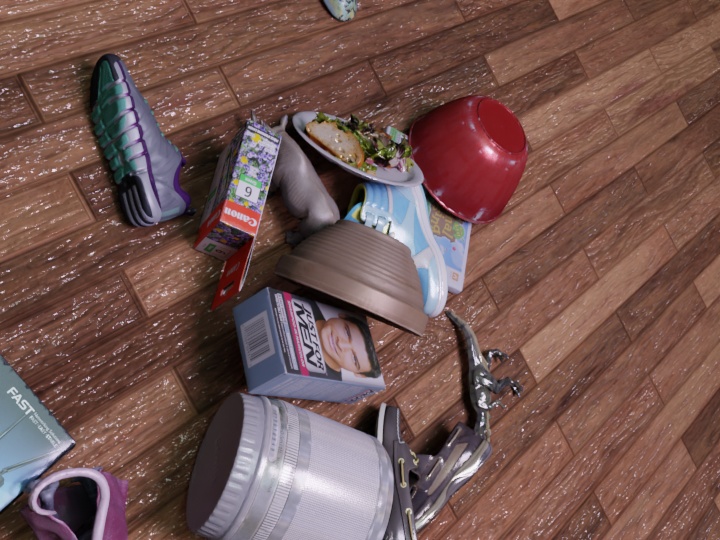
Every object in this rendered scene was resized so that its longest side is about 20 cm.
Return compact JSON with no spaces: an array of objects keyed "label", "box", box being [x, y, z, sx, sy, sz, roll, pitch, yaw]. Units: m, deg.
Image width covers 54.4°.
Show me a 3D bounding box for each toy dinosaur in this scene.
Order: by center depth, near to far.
[{"label":"toy dinosaur","box":[0.185,0.153,1.024,0.086,0.047,0.206,-3,74,-25]}]

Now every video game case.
[{"label":"video game case","box":[0.093,-0.091,1.052,0.179,0.022,0.205,24,64,-24]}]

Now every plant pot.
[{"label":"plant pot","box":[0.000,0.000,0.850,0.197,0.200,0.095,24,84,-23]}]

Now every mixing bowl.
[{"label":"mixing bowl","box":[0.180,-0.187,1.060,0.196,0.108,0.205,19,53,-27]}]

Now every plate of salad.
[{"label":"plate of salad","box":[0.002,-0.175,0.946,0.195,0.049,0.201,22,25,-10]}]

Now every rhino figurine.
[{"label":"rhino figurine","box":[-0.090,-0.122,0.909,0.059,0.087,0.204,-27,88,-35]}]

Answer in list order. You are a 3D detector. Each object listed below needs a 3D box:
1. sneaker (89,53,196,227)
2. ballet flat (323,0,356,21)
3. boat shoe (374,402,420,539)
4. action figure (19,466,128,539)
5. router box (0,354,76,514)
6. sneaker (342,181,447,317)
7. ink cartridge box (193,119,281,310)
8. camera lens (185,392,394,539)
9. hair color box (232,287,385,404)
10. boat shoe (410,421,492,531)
[{"label":"sneaker","box":[-0.259,-0.155,0.838,0.087,0.073,0.206,-15,91,-50]},{"label":"ballet flat","box":[-0.041,-0.485,1.062,0.073,0.074,0.205,-13,83,-33]},{"label":"boat shoe","box":[0.044,0.257,0.858,0.059,0.073,0.205,1,48,2]},{"label":"action figure","box":[-0.242,0.288,0.660,0.131,0.148,0.205,-9,73,-36]},{"label":"router box","box":[-0.392,0.145,0.658,0.201,0.062,0.150,51,55,-8]},{"label":"sneaker","box":[0.038,-0.030,0.945,0.128,0.079,0.205,-3,68,-33]},{"label":"ink cartridge box","box":[-0.156,-0.065,0.838,0.049,0.108,0.205,21,65,-23]},{"label":"camera lens","box":[-0.072,0.237,0.768,0.197,0.159,0.164,26,63,-22]},{"label":"hair color box","box":[-0.055,0.094,0.822,0.198,0.060,0.101,21,47,-55]},{"label":"boat shoe","box":[0.089,0.278,0.920,0.198,0.075,0.073,-36,69,-30]}]
